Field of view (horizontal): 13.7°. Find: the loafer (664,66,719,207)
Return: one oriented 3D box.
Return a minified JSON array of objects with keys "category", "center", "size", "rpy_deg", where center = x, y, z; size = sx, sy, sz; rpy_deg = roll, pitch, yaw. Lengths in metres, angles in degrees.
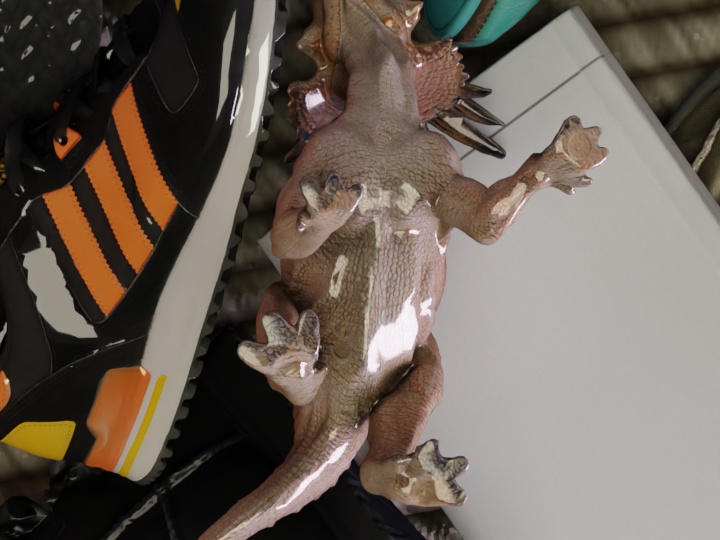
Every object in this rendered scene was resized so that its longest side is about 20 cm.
[{"category":"loafer","center":[0.190,-0.051,0.984],"size":[0.199,0.070,0.076],"rpy_deg":[-22,110,3]}]

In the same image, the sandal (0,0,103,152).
[{"category":"sandal","center":[-0.133,-0.040,0.971],"size":[0.075,0.048,0.201],"rpy_deg":[3,124,-20]}]

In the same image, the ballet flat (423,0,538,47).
[{"category":"ballet flat","center":[0.069,-0.163,0.940],"size":[0.070,0.067,0.201],"rpy_deg":[-1,113,-24]}]

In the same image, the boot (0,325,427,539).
[{"category":"boot","center":[-0.054,0.124,0.964],"size":[0.162,0.198,0.073],"rpy_deg":[-45,135,0]}]

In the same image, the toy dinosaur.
[{"category":"toy dinosaur","center":[0.000,0.000,0.916],"size":[0.085,0.136,0.201],"rpy_deg":[18,92,-14]}]

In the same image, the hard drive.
[{"category":"hard drive","center":[0.075,0.034,0.983],"size":[0.132,0.027,0.201],"rpy_deg":[-36,88,16]}]

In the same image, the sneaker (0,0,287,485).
[{"category":"sneaker","center":[-0.081,-0.030,0.922],"size":[0.089,0.070,0.201],"rpy_deg":[12,113,-9]}]
